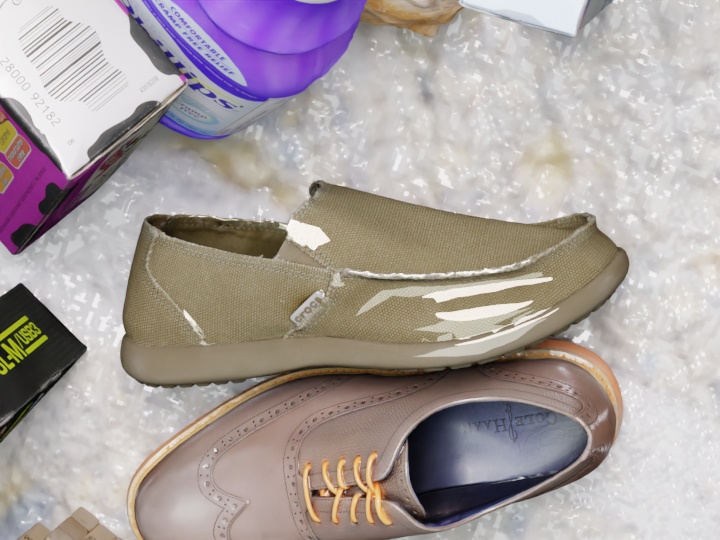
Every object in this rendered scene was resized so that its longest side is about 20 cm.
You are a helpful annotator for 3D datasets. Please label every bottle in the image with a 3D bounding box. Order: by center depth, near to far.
[{"bbox_3d":[-0.041,-0.098,0.901,0.084,0.200,0.065,44,73,-9],"label":"bottle"}]

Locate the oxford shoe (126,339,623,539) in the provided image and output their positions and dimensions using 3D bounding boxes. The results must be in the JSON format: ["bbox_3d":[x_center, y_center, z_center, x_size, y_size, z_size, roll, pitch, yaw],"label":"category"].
[{"bbox_3d":[0.000,0.072,0.988,0.200,0.073,0.071,-17,97,11],"label":"oxford shoe"}]

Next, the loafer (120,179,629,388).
[{"bbox_3d":[0.000,0.000,0.974,0.200,0.076,0.068,-9,104,10],"label":"loafer"}]

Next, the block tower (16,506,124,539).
[{"bbox_3d":[-0.064,0.175,1.019,0.200,0.058,0.054,39,103,2],"label":"block tower"}]

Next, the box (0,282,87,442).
[{"bbox_3d":[-0.201,0.101,0.961,0.048,0.193,0.200,45,103,0],"label":"box"}]

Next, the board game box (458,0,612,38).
[{"bbox_3d":[0.089,-0.185,0.868,0.043,0.199,0.200,17,101,5],"label":"board game box"}]

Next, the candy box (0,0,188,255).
[{"bbox_3d":[-0.160,-0.110,0.946,0.061,0.136,0.200,-42,93,-20],"label":"candy box"}]

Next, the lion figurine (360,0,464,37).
[{"bbox_3d":[0.007,-0.194,0.945,0.122,0.072,0.200,17,97,-6],"label":"lion figurine"}]
